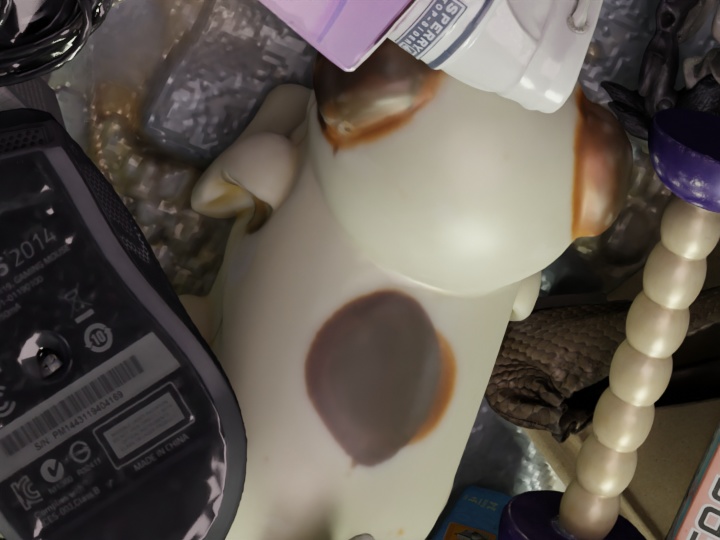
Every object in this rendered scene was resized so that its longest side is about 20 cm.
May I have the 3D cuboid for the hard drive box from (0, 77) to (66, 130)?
[{"bbox_3d":[-0.220,-0.065,0.845,0.156,0.077,0.200,-42,114,6],"label":"hard drive box"}]

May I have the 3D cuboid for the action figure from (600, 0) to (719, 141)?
[{"bbox_3d":[0.153,-0.087,0.886,0.119,0.200,0.102,31,63,15],"label":"action figure"}]

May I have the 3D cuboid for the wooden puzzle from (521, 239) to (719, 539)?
[{"bbox_3d":[0.181,0.067,0.960,0.185,0.037,0.200,-37,79,4],"label":"wooden puzzle"}]

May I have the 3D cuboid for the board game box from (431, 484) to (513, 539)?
[{"bbox_3d":[0.013,0.182,0.933,0.036,0.200,0.152,18,109,10],"label":"board game box"}]

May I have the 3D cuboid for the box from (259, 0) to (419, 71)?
[{"bbox_3d":[-0.060,-0.179,0.778,0.200,0.176,0.097,37,100,-23],"label":"box"}]

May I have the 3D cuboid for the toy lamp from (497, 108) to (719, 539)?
[{"bbox_3d":[0.092,0.045,0.878,0.058,0.058,0.201,12,112,-16],"label":"toy lamp"}]

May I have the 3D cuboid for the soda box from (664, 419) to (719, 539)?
[{"bbox_3d":[0.156,0.057,0.867,0.068,0.064,0.201,24,121,7],"label":"soda box"}]

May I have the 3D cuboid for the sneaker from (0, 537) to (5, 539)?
[{"bbox_3d":[-0.081,0.121,0.956,0.198,0.130,0.080,10,118,25],"label":"sneaker"}]

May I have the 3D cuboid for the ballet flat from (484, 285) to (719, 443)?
[{"bbox_3d":[0.139,0.026,0.916,0.199,0.047,0.068,-10,135,12],"label":"ballet flat"}]

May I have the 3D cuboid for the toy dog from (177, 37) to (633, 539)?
[{"bbox_3d":[0.000,0.000,0.862,0.139,0.194,0.201,26,111,-8],"label":"toy dog"}]

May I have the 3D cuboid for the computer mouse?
[{"bbox_3d":[-0.100,0.007,0.817,0.138,0.053,0.201,-27,90,4],"label":"computer mouse"}]

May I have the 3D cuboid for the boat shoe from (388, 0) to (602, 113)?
[{"bbox_3d":[0.066,-0.128,0.829,0.065,0.201,0.074,32,145,-11],"label":"boat shoe"}]
